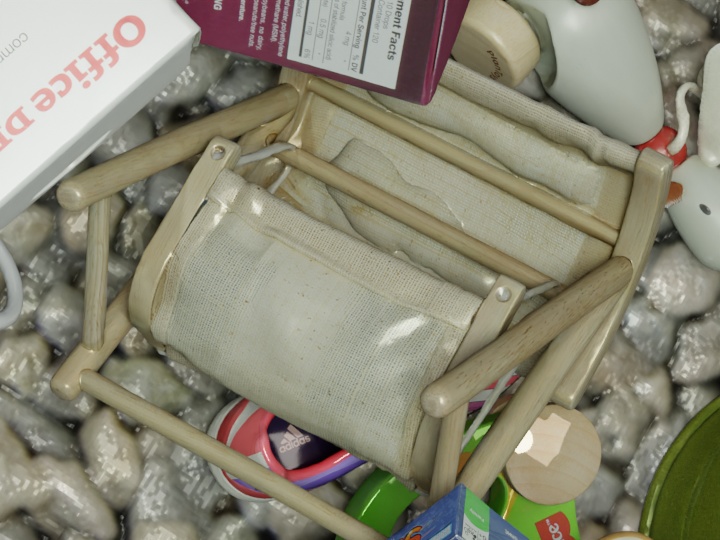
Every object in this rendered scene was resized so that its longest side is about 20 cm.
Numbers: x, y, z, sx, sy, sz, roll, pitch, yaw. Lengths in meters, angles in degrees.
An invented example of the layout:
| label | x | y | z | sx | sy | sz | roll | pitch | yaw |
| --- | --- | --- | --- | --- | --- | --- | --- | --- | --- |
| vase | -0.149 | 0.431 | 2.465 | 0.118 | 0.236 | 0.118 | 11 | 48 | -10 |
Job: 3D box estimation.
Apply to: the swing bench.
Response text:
| label | x | y | z | sx | sy | sz | roll | pitch | yaw |
| --- | --- | --- | --- | --- | --- | --- | --- | --- | --- |
| swing bench | 0.000 | 0.000 | 1.159 | 0.199 | 0.130 | 0.200 | 28 | 47 | 20 |

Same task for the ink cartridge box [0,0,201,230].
| label | x | y | z | sx | sy | sz | roll | pitch | yaw |
| --- | --- | --- | --- | --- | --- | --- | --- | --- | --- |
| ink cartridge box | -0.181 | -0.119 | 1.057 | 0.145 | 0.085 | 0.200 | -42 | 94 | -5 |

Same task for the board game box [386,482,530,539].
| label | x | y | z | sx | sy | sz | roll | pitch | yaw |
| --- | --- | --- | --- | --- | --- | --- | --- | --- | --- |
| board game box | 0.066 | 0.190 | 1.108 | 0.200 | 0.135 | 0.034 | 39 | 30 | -20 |

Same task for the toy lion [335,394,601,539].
| label | x | y | z | sx | sy | sz | roll | pitch | yaw |
| --- | --- | --- | --- | --- | --- | --- | --- | --- | --- |
| toy lion | 0.047 | 0.182 | 1.244 | 0.191 | 0.069 | 0.200 | -23 | 98 | -11 |

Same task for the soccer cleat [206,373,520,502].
| label | x | y | z | sx | sy | sz | roll | pitch | yaw |
| --- | --- | --- | --- | --- | --- | --- | --- | --- | --- |
| soccer cleat | 0.022 | 0.051 | 1.240 | 0.200 | 0.073 | 0.068 | -27 | 95 | -19 |

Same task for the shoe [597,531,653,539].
| label | x | y | z | sx | sy | sz | roll | pitch | yaw |
| --- | --- | --- | --- | --- | --- | --- | --- | --- | --- |
| shoe | 0.094 | 0.215 | 1.199 | 0.070 | 0.053 | 0.200 | 24 | 94 | -11 |

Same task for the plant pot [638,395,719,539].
| label | x | y | z | sx | sy | sz | roll | pitch | yaw |
| --- | --- | --- | --- | --- | --- | --- | --- | --- | --- |
| plant pot | 0.263 | 0.141 | 1.250 | 0.200 | 0.193 | 0.201 | 2 | 84 | -19 |

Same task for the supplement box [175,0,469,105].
| label | x | y | z | sx | sy | sz | roll | pitch | yaw |
| --- | --- | --- | --- | --- | --- | --- | --- | --- | --- |
| supplement box | -0.046 | -0.161 | 1.164 | 0.200 | 0.086 | 0.110 | 16 | 43 | 7 |

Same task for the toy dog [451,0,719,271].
| label | x | y | z | sx | sy | sz | roll | pitch | yaw |
| --- | --- | --- | --- | --- | --- | --- | --- | --- | --- |
| toy dog | 0.140 | -0.091 | 1.279 | 0.200 | 0.096 | 0.132 | 28 | 78 | -14 |

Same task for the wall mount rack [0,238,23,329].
| label | x | y | z | sx | sy | sz | roll | pitch | yaw |
| --- | --- | --- | --- | --- | --- | --- | --- | --- | --- |
| wall mount rack | -0.240 | -0.032 | 1.117 | 0.075 | 0.174 | 0.200 | -33 | 98 | 25 |
